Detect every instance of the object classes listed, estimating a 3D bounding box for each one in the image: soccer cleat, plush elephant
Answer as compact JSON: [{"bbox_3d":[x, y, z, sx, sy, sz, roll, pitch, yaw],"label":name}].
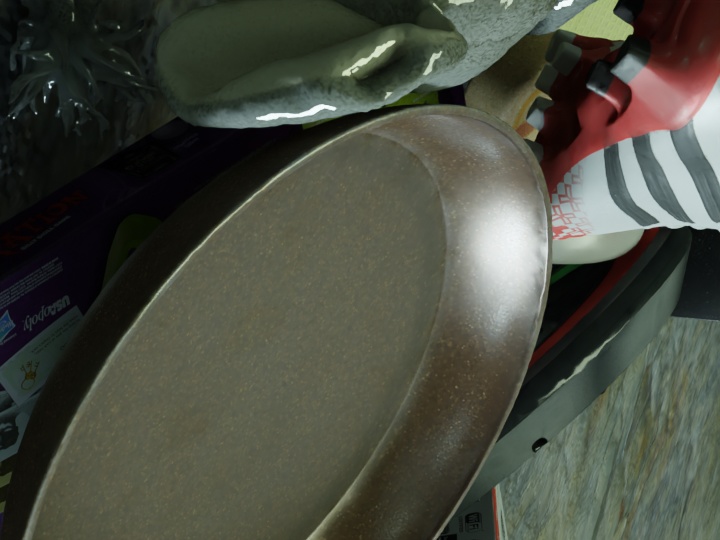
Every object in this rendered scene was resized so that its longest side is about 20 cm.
[{"bbox_3d":[0.093,-0.037,0.808,0.069,0.085,0.200,-64,-174,-15],"label":"soccer cleat"},{"bbox_3d":[-0.010,-0.109,0.705,0.165,0.154,0.201,-45,147,-59],"label":"plush elephant"}]

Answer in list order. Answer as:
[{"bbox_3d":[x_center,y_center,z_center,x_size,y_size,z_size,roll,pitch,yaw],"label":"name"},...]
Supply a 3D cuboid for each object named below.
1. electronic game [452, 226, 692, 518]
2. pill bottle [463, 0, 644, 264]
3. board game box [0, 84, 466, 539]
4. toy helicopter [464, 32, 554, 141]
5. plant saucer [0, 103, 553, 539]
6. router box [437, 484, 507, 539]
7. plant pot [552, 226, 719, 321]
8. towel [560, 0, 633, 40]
[{"bbox_3d":[0.047,0.045,1.080,0.200,0.042,0.200,-40,-177,3],"label":"electronic game"},{"bbox_3d":[0.064,-0.114,1.016,0.120,0.119,0.201,-33,136,-66],"label":"pill bottle"},{"bbox_3d":[-0.042,0.016,0.786,0.200,0.032,0.121,-34,125,-33],"label":"board game box"},{"bbox_3d":[0.000,0.000,0.908,0.200,0.079,0.132,-51,147,2],"label":"toy helicopter"},{"bbox_3d":[-0.026,0.039,0.747,0.200,0.032,0.201,-37,146,-31],"label":"plant saucer"},{"bbox_3d":[0.045,0.182,1.156,0.200,0.048,0.181,-91,171,-65],"label":"router box"},{"bbox_3d":[0.185,-0.094,1.338,0.200,0.198,0.179,-46,136,-58],"label":"plant pot"},{"bbox_3d":[0.041,-0.107,0.914,0.199,0.018,0.086,23,96,-40],"label":"towel"}]
